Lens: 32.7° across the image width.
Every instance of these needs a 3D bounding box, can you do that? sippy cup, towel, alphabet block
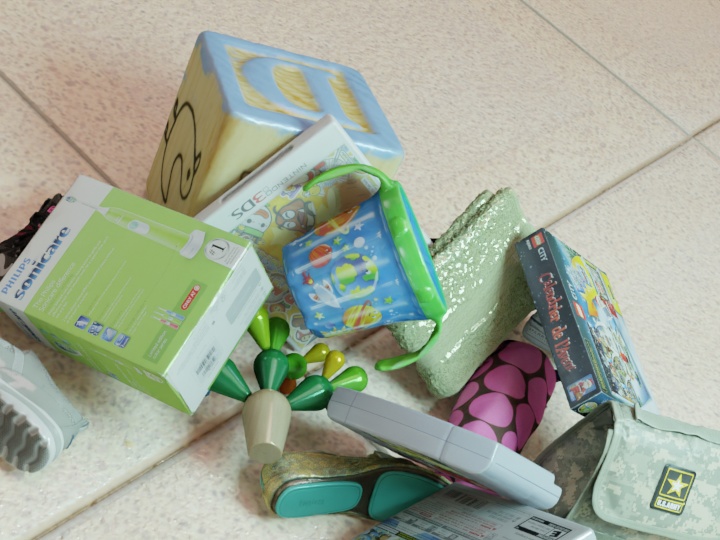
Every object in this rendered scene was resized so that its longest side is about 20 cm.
[{"bbox_3d":[0.000,0.000,1.168,0.130,0.140,0.178,-21,63,7],"label":"sippy cup"},{"bbox_3d":[0.117,0.023,1.280,0.200,0.148,0.036,-45,31,-15],"label":"towel"},{"bbox_3d":[-0.097,-0.106,1.294,0.196,0.200,0.195,11,31,-24],"label":"alphabet block"}]

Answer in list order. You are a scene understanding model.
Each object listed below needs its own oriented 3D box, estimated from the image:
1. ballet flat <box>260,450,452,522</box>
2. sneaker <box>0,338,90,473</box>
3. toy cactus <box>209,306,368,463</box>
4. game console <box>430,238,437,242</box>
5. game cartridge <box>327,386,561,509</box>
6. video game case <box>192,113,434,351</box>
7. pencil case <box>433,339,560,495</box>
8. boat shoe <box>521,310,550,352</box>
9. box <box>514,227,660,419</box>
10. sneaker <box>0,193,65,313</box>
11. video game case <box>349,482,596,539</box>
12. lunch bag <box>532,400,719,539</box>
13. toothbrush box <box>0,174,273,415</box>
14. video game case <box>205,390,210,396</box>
[{"bbox_3d":[-0.002,0.198,1.157,0.200,0.071,0.071,6,44,-27],"label":"ballet flat"},{"bbox_3d":[-0.324,0.093,1.079,0.200,0.075,0.082,46,27,10],"label":"sneaker"},{"bbox_3d":[-0.093,0.111,1.153,0.200,0.102,0.165,22,39,-19],"label":"toy cactus"},{"bbox_3d":[0.124,-0.007,1.421,0.200,0.171,0.119,-2,74,-33],"label":"game console"},{"bbox_3d":[0.067,0.156,1.098,0.200,0.041,0.133,14,-18,46],"label":"game cartridge"},{"bbox_3d":[-0.047,-0.032,1.221,0.200,0.182,0.023,49,7,-38],"label":"video game case"},{"bbox_3d":[0.144,0.158,1.277,0.091,0.094,0.200,-3,27,31],"label":"pencil case"},{"bbox_3d":[0.251,0.064,1.397,0.073,0.067,0.200,34,10,24],"label":"boat shoe"},{"bbox_3d":[0.233,0.066,1.250,0.136,0.038,0.200,29,37,-44],"label":"box"},{"bbox_3d":[-0.310,-0.030,1.196,0.077,0.084,0.200,30,38,2],"label":"sneaker"},{"bbox_3d":[0.068,0.244,1.039,0.182,0.200,0.022,-23,104,-27],"label":"video game case"},{"bbox_3d":[0.266,0.216,1.190,0.164,0.200,0.118,16,40,-17],"label":"lunch bag"},{"bbox_3d":[-0.205,0.019,1.113,0.200,0.086,0.146,21,66,22],"label":"toothbrush box"},{"bbox_3d":[-0.196,0.030,1.256,0.143,0.018,0.200,23,39,-8],"label":"video game case"}]
